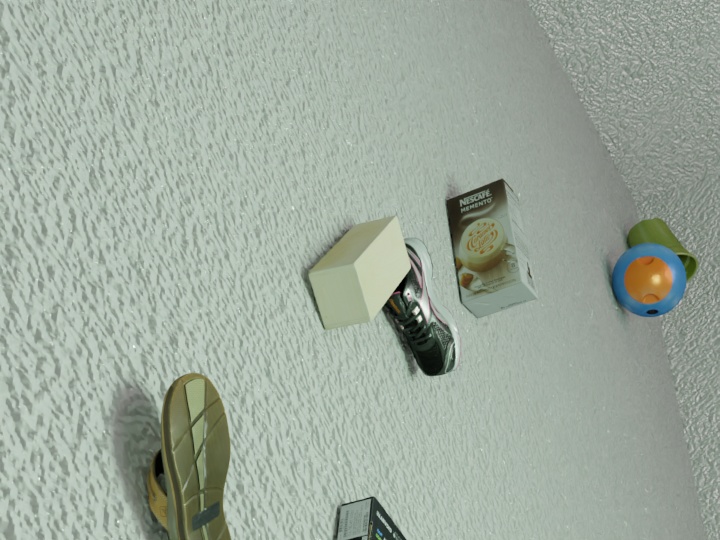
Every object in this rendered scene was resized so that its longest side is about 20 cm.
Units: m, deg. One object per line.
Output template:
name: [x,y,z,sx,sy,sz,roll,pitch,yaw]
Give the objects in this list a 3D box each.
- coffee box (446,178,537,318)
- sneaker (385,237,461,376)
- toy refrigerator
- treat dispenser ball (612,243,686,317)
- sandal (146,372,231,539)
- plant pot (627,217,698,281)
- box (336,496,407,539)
coffee box: [0.221,-0.037,1.899,0.080,0.113,0.202,39,38,-52]
sneaker: [0.067,0.054,1.541,0.086,0.080,0.202,-2,67,-55]
toy refrigerator: [0.000,0.000,1.413,0.200,0.069,0.077,-50,125,-64]
treat dispenser ball: [0.792,0.027,3.074,0.201,0.199,0.203,48,31,-43]
sandal: [-0.148,0.189,0.944,0.080,0.053,0.203,-10,96,-62]
plant pot: [0.929,-0.056,3.508,0.200,0.199,0.186,44,23,-48]
box: [0.032,0.384,1.208,0.201,0.049,0.200,57,27,-32]
